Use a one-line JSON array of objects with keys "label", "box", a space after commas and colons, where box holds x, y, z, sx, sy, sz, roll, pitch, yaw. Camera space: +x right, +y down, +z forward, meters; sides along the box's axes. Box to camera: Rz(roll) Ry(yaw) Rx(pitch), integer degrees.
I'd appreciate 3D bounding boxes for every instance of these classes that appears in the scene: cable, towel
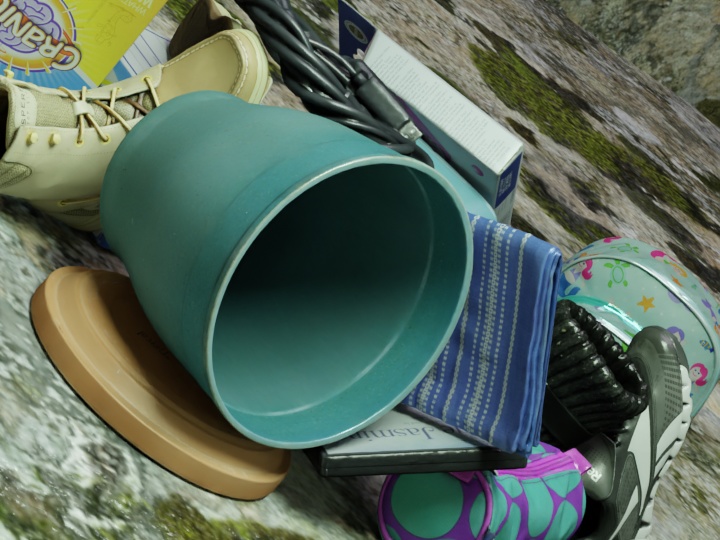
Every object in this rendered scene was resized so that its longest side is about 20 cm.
[{"label": "cable", "box": [-0.029, -0.131, 1.661, 0.200, 0.051, 0.163, 49, 11, -3]}, {"label": "towel", "box": [0.045, 0.027, 1.568, 0.200, 0.145, 0.024, 21, 22, 39]}]

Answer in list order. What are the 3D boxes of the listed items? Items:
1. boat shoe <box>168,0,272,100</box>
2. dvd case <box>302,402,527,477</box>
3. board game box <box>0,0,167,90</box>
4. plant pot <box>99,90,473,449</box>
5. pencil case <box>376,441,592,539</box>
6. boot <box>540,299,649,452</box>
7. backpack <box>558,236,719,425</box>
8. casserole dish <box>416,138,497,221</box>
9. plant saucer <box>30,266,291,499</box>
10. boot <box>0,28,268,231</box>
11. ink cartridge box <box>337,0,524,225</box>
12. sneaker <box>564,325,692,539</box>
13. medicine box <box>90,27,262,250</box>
[{"label": "boat shoe", "box": [-0.092, -0.143, 1.734, 0.064, 0.071, 0.200, 34, 16, -20]}, {"label": "dvd case", "box": [0.013, 0.089, 1.630, 0.142, 0.018, 0.200, -1, 21, -18]}, {"label": "board game box", "box": [-0.231, -0.187, 1.668, 0.153, 0.200, 0.040, 30, 19, -32]}, {"label": "plant pot", "box": [-0.063, -0.018, 1.534, 0.200, 0.200, 0.188, 25, 9, -46]}, {"label": "pencil case", "box": [0.089, 0.161, 1.678, 0.085, 0.092, 0.200, 47, 16, 19]}, {"label": "boot", "box": [0.093, 0.073, 1.778, 0.211, 0.158, 0.079, 34, 35, -28]}, {"label": "backpack", "box": [0.197, 0.078, 1.962, 0.178, 0.200, 0.151, 43, 15, 5]}, {"label": "casserole dish", "box": [0.043, -0.073, 1.966, 0.200, 0.039, 0.121, 44, -12, 6]}, {"label": "plant saucer", "box": [-0.122, 0.066, 1.549, 0.200, 0.032, 0.200, 37, 15, -12]}, {"label": "boot", "box": [-0.172, -0.104, 1.593, 0.155, 0.200, 0.073, 16, 46, -54]}, {"label": "ink cartridge box", "box": [0.045, -0.116, 2.002, 0.200, 0.043, 0.196, 39, -14, 12]}, {"label": "sneaker", "box": [0.195, 0.139, 1.840, 0.090, 0.200, 0.066, 4, 15, -46]}, {"label": "medicine box", "box": [-0.138, -0.086, 1.796, 0.200, 0.103, 0.182, 22, 24, -49]}]
